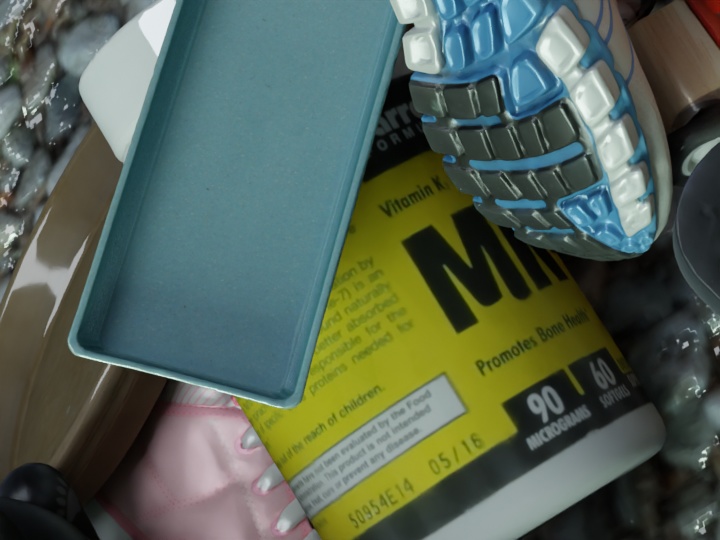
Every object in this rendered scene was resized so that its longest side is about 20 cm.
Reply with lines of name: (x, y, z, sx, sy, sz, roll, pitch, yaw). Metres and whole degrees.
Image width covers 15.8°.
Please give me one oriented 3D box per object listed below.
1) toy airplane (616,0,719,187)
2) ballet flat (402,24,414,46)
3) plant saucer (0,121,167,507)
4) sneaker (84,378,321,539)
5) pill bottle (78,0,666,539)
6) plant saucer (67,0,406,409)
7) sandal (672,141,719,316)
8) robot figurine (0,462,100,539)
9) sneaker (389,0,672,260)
toy airplane: (0.157, -0.119, 0.756, 0.199, 0.141, 0.200, 15, 116, 62)
ballet flat: (0.022, -0.059, 0.915, 0.067, 0.062, 0.200, -12, 69, 40)
plant saucer: (-0.100, 0.014, 0.978, 0.200, 0.029, 0.200, -51, 24, 34)
sneaker: (-0.024, 0.081, 0.903, 0.200, 0.075, 0.105, 34, 106, 47)
pill bottle: (0.000, 0.000, 0.831, 0.114, 0.114, 0.200, -36, 82, 29)
plant saucer: (-0.026, -0.057, 0.776, 0.070, 0.019, 0.200, 14, 70, 5)
sandal: (0.171, 0.031, 0.697, 0.200, 0.043, 0.076, 32, 79, 9)
robot figurine: (-0.119, 0.154, 0.850, 0.150, 0.200, 0.125, -42, 50, -14)
sneaker: (0.046, -0.097, 0.759, 0.075, 0.200, 0.087, -9, 28, 44)
